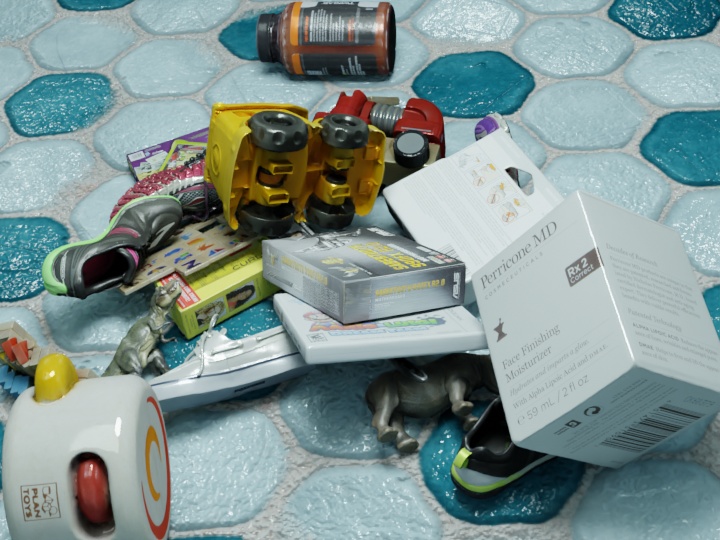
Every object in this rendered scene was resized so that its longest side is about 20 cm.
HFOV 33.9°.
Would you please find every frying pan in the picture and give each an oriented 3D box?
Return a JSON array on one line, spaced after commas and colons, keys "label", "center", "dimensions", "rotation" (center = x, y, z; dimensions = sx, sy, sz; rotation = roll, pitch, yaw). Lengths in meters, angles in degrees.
[{"label": "frying pan", "center": [0.005, 0.081, 1.291], "dimensions": [0.114, 0.031, 0.190], "rotation": [-4, 15, -4]}]

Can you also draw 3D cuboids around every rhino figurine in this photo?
[{"label": "rhino figurine", "center": [0.098, 0.127, 1.266], "dimensions": [0.198, 0.060, 0.088], "rotation": [-16, 47, -12]}]

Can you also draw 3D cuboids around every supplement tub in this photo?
[{"label": "supplement tub", "center": [-0.050, -0.340, 1.729], "dimensions": [0.198, 0.108, 0.107], "rotation": [2, 44, 8]}]

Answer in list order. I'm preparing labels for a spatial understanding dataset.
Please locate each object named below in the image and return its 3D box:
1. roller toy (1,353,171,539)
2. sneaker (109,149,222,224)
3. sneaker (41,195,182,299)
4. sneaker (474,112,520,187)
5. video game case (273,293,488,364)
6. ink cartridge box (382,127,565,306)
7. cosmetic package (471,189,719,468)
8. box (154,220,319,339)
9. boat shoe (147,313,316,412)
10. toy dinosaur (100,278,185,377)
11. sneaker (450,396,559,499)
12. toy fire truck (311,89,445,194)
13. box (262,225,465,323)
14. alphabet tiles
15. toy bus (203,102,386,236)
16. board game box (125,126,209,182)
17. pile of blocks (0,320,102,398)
[{"label": "roller toy", "center": [-0.267, 0.196, 1.140], "dimensions": [0.138, 0.201, 0.184], "rotation": [-6, 50, 1]}, {"label": "sneaker", "center": [-0.225, -0.093, 1.505], "dimensions": [0.199, 0.075, 0.081], "rotation": [-25, 22, -10]}, {"label": "sneaker", "center": [-0.281, -0.020, 1.402], "dimensions": [0.083, 0.077, 0.200], "rotation": [23, 47, 34]}, {"label": "sneaker", "center": [0.160, -0.126, 1.509], "dimensions": [0.083, 0.081, 0.201], "rotation": [-7, 44, 7]}, {"label": "video game case", "center": [0.019, 0.054, 1.277], "dimensions": [0.198, 0.024, 0.182], "rotation": [-4, 17, -14]}, {"label": "ink cartridge box", "center": [0.143, -0.067, 1.417], "dimensions": [0.173, 0.044, 0.200], "rotation": [-27, 46, -5]}, {"label": "cosmetic package", "center": [0.237, 0.062, 1.172], "dimensions": [0.164, 0.165, 0.201], "rotation": [17, 47, -36]}, {"label": "box", "center": [-0.143, 0.002, 1.425], "dimensions": [0.199, 0.050, 0.075], "rotation": [-28, 48, -20]}, {"label": "boat shoe", "center": [-0.154, 0.093, 1.296], "dimensions": [0.200, 0.075, 0.087], "rotation": [-15, 73, -13]}, {"label": "toy dinosaur", "center": [-0.248, 0.107, 1.329], "dimensions": [0.088, 0.048, 0.200], "rotation": [35, 74, 15]}, {"label": "sneaker", "center": [0.170, 0.157, 1.204], "dimensions": [0.071, 0.083, 0.199], "rotation": [32, 50, 32]}, {"label": "toy fire truck", "center": [0.035, -0.191, 1.574], "dimensions": [0.174, 0.129, 0.201], "rotation": [9, 56, 14]}, {"label": "box", "center": [0.000, 0.000, 1.335], "dimensions": [0.157, 0.049, 0.200], "rotation": [-8, 17, -29]}, {"label": "alphabet tiles", "center": [-0.215, -0.026, 1.447], "dimensions": [0.199, 0.008, 0.167], "rotation": [-28, 24, -21]}, {"label": "toy bus", "center": [-0.095, -0.144, 1.432], "dimensions": [0.198, 0.137, 0.192], "rotation": [-5, 31, -28]}, {"label": "board game box", "center": [-0.206, -0.147, 1.603], "dimensions": [0.198, 0.032, 0.120], "rotation": [-21, 43, -15]}, {"label": "pile of blocks", "center": [-0.366, 0.114, 1.306], "dimensions": [0.199, 0.062, 0.082], "rotation": [22, 68, 40]}]
